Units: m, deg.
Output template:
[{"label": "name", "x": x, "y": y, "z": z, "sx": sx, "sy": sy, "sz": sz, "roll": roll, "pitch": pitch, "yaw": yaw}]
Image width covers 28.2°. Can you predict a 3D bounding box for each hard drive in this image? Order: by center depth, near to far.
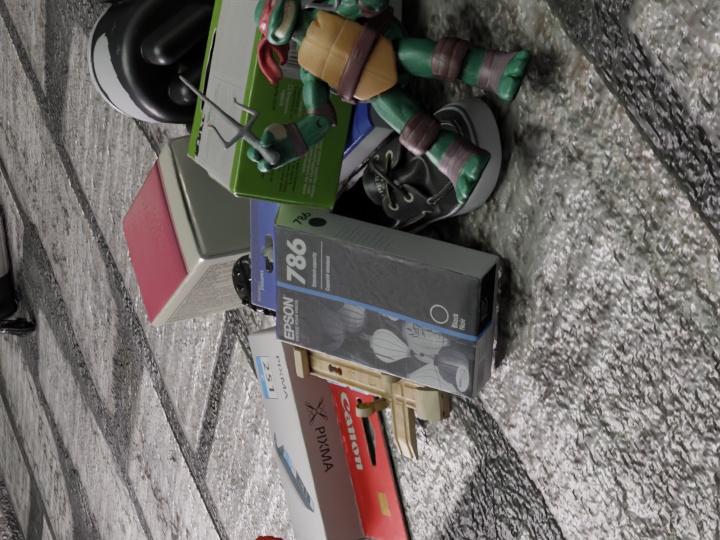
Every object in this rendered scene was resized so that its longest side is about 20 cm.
[{"label": "hard drive", "x": -0.018, "y": -0.130, "z": 1.060, "sx": 0.200, "sy": 0.025, "sz": 0.133, "roll": 141, "pitch": 133, "yaw": -64}]

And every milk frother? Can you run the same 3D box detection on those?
[{"label": "milk frother", "x": -0.637, "y": 0.006, "z": 2.453, "sx": 0.198, "sy": 0.181, "sz": 0.190, "roll": 6, "pitch": 116, "yaw": 19}]

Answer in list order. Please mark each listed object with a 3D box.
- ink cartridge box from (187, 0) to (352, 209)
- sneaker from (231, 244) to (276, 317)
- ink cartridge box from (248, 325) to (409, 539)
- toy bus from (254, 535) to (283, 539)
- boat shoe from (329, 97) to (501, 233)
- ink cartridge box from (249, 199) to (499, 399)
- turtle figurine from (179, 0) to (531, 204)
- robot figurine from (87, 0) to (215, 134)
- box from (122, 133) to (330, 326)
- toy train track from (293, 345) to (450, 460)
[{"label": "ink cartridge box", "x": -0.066, "y": -0.137, "z": 1.052, "sx": 0.200, "sy": 0.075, "sz": 0.149, "roll": -144, "pitch": 63, "yaw": -70}, {"label": "sneaker", "x": 0.000, "y": 0.000, "z": 1.089, "sx": 0.199, "sy": 0.090, "sz": 0.067, "roll": 7, "pitch": 122, "yaw": 38}, {"label": "ink cartridge box", "x": -0.033, "y": 0.145, "z": 1.268, "sx": 0.176, "sy": 0.044, "sz": 0.202, "roll": -11, "pitch": 93, "yaw": 67}, {"label": "toy bus", "x": -0.085, "y": 0.359, "z": 1.411, "sx": 0.200, "sy": 0.134, "sz": 0.194, "roll": 151, "pitch": 117, "yaw": -68}, {"label": "boat shoe", "x": 0.030, "y": -0.063, "z": 0.991, "sx": 0.200, "sy": 0.066, "sz": 0.071, "roll": -26, "pitch": 80, "yaw": 66}, {"label": "ink cartridge box", "x": -0.001, "y": 0.016, "z": 1.008, "sx": 0.198, "sy": 0.039, "sz": 0.100, "roll": 15, "pitch": 123, "yaw": 24}, {"label": "turtle figurine", "x": -0.003, "y": -0.128, "z": 0.880, "sx": 0.198, "sy": 0.101, "sz": 0.151, "roll": 24, "pitch": 128, "yaw": 5}, {"label": "robot figurine", "x": -0.178, "y": -0.194, "z": 1.307, "sx": 0.200, "sy": 0.124, "sz": 0.152, "roll": 16, "pitch": 104, "yaw": 63}, {"label": "box", "x": -0.120, "y": -0.040, "z": 1.259, "sx": 0.200, "sy": 0.127, "sz": 0.110, "roll": -43, "pitch": 63, "yaw": 62}, {"label": "toy train track", "x": -0.003, "y": 0.089, "z": 1.147, "sx": 0.199, "sy": 0.032, "sz": 0.116, "roll": 13, "pitch": 113, "yaw": 54}]
